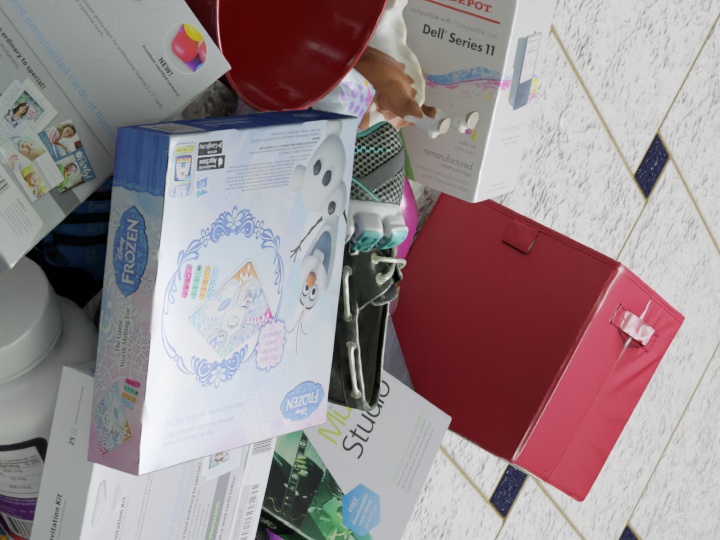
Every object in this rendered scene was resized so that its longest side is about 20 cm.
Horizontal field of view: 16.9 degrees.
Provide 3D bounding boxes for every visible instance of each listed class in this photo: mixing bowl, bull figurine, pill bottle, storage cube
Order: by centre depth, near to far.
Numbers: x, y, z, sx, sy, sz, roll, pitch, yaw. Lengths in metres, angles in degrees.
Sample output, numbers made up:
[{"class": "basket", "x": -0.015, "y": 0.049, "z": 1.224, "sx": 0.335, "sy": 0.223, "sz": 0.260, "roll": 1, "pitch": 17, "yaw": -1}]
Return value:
[{"class": "pill bottle", "x": -0.204, "y": 0.083, "z": 1.519, "sx": 0.112, "sy": 0.111, "sz": 0.200, "roll": -52, "pitch": 146, "yaw": -27}, {"class": "mixing bowl", "x": -0.071, "y": -0.210, "z": 1.552, "sx": 0.200, "sy": 0.108, "sz": 0.201, "roll": -38, "pitch": 139, "yaw": -43}, {"class": "bull figurine", "x": 0.005, "y": -0.102, "z": 1.748, "sx": 0.200, "sy": 0.121, "sz": 0.065, "roll": -61, "pitch": 154, "yaw": -2}, {"class": "storage cube", "x": 0.128, "y": 0.060, "z": 1.972, "sx": 0.180, "sy": 0.200, "sz": 0.171, "roll": -60, "pitch": 151, "yaw": -2}]

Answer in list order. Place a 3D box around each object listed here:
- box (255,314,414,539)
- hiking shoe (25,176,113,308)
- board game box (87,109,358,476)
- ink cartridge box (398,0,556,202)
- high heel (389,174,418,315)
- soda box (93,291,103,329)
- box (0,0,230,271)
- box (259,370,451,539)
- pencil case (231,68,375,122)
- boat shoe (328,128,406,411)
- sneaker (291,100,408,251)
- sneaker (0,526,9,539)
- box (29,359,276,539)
[{"class": "box", "x": -0.027, "y": 0.142, "z": 1.822, "sx": 0.200, "sy": 0.036, "sz": 0.143, "roll": -54, "pitch": 145, "yaw": -29}, {"class": "hiking shoe", "x": -0.186, "y": -0.045, "z": 1.501, "sx": 0.087, "sy": 0.074, "sz": 0.200, "roll": -58, "pitch": 149, "yaw": -20}, {"class": "board game box", "x": -0.080, "y": 0.008, "z": 1.460, "sx": 0.200, "sy": 0.043, "sz": 0.200, "roll": -10, "pitch": 109, "yaw": -57}, {"class": "ink cartridge box", "x": 0.073, "y": -0.165, "z": 1.809, "sx": 0.067, "sy": 0.117, "sz": 0.201, "roll": -16, "pitch": 121, "yaw": -56}, {"class": "high heel", "x": -0.004, "y": -0.003, "z": 1.835, "sx": 0.096, "sy": 0.067, "sz": 0.200, "roll": -54, "pitch": 150, "yaw": -39}, {"class": "soda box", "x": -0.130, "y": 0.030, "z": 1.580, "sx": 0.068, "sy": 0.063, "sz": 0.200, "roll": -44, "pitch": 167, "yaw": -39}, {"class": "box", "x": -0.189, "y": -0.119, "z": 1.394, "sx": 0.200, "sy": 0.041, "sz": 0.156, "roll": -46, "pitch": 109, "yaw": -31}, {"class": "box", "x": -0.040, "y": 0.116, "z": 1.733, "sx": 0.200, "sy": 0.036, "sz": 0.145, "roll": 35, "pitch": 63, "yaw": -22}, {"class": "pencil case", "x": -0.069, "y": -0.063, "z": 1.676, "sx": 0.200, "sy": 0.091, "sz": 0.083, "roll": -63, "pitch": 169, "yaw": -8}, {"class": "boat shoe", "x": 0.000, "y": 0.000, "z": 1.672, "sx": 0.071, "sy": 0.064, "sz": 0.201, "roll": -31, "pitch": 132, "yaw": -55}, {"class": "sneaker", "x": -0.062, "y": -0.073, "z": 1.600, "sx": 0.078, "sy": 0.199, "sz": 0.092, "roll": 119, "pitch": -18, "yaw": -79}, {"class": "sneaker", "x": -0.248, "y": 0.210, "z": 1.565, "sx": 0.090, "sy": 0.075, "sz": 0.200, "roll": -54, "pitch": 149, "yaw": -17}, {"class": "box", "x": -0.125, "y": 0.128, "z": 1.524, "sx": 0.200, "sy": 0.041, "sz": 0.156, "roll": -9, "pitch": 114, "yaw": -59}]
